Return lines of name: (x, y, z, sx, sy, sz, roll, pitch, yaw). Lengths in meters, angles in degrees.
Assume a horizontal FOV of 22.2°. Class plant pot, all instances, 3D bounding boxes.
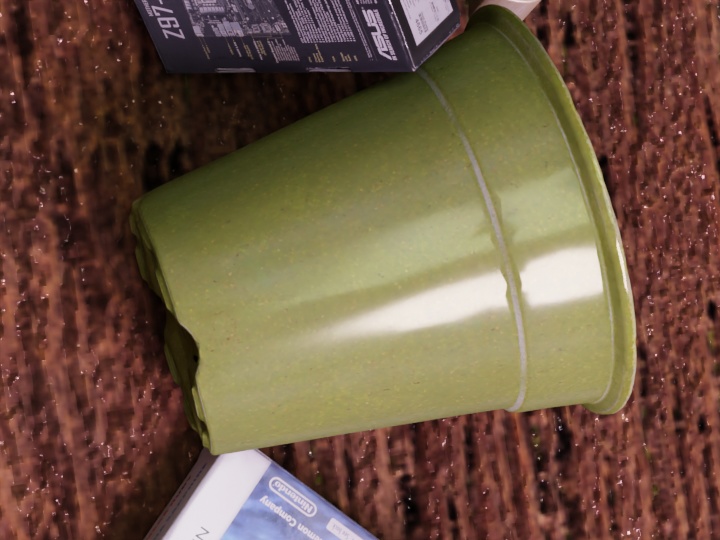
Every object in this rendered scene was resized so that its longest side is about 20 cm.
plant pot: (0.000, 0.000, 0.847, 0.190, 0.200, 0.201, -18, 90, -11)

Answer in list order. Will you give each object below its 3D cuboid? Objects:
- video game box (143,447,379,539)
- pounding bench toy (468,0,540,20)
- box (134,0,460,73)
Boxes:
video game box: (-0.039, 0.207, 0.878, 0.200, 0.047, 0.182, 37, 76, -11)
pounding bench toy: (0.035, -0.234, 0.908, 0.200, 0.124, 0.156, 35, 74, -12)
box: (-0.058, -0.182, 0.816, 0.044, 0.160, 0.200, -47, 126, -36)
